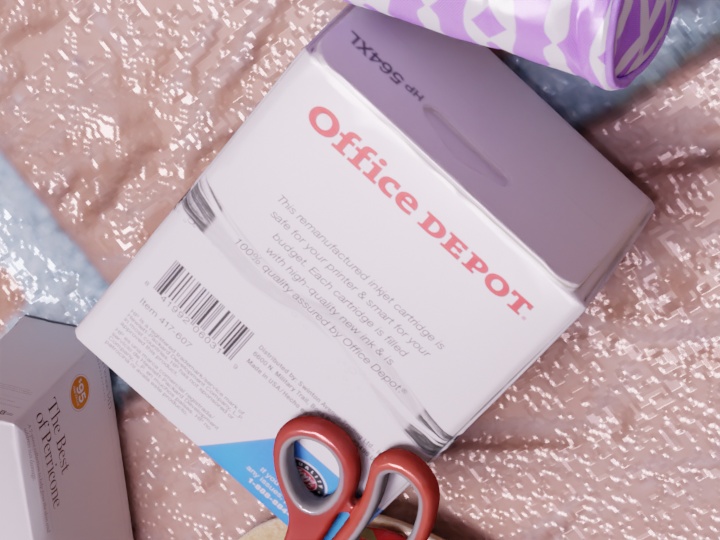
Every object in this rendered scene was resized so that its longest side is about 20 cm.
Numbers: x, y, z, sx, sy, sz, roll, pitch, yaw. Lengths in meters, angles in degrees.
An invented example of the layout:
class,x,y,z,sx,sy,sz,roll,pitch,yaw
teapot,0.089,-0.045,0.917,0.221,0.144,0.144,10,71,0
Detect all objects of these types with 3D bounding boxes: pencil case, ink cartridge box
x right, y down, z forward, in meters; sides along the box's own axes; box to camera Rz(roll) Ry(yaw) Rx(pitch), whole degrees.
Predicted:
class,x,y,z,sx,sy,sz,roll,pitch,yaw
pencil case,0.025,-0.134,1.105,0.200,0.084,0.086,21,104,16
ink cartridge box,0.000,0.000,1.197,0.146,0.084,0.200,43,131,-1

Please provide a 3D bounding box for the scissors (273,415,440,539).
class,x,y,z,sx,sy,sz,roll,pitch,yaw
scissors,-0.024,0.135,1.238,0.073,0.014,0.200,29,130,7

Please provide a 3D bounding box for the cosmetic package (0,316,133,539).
class,x,y,z,sx,sy,sz,roll,pitch,yaw
cosmetic package,-0.143,0.129,1.366,0.051,0.083,0.200,9,123,23

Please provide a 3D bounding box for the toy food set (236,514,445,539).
class,x,y,z,sx,sy,sz,roll,pitch,yaw
toy food set,0.009,0.196,1.340,0.198,0.049,0.200,-29,102,39
